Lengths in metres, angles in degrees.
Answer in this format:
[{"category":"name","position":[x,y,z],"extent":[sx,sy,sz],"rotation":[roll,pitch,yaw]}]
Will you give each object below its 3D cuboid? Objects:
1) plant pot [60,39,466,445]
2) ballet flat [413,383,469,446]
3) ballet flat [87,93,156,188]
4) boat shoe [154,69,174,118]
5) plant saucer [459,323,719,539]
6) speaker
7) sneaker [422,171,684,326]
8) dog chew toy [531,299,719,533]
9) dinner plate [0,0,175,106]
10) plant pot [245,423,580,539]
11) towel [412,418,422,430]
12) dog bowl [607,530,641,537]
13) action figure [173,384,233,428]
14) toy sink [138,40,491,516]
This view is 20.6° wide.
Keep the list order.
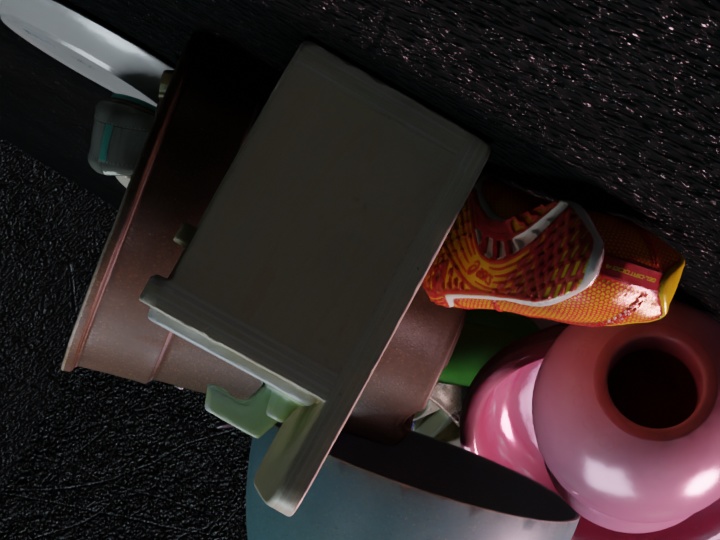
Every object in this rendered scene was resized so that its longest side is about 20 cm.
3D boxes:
[{"category":"plant pot","position":[-0.044,-0.004,1.134],"extent":[0.198,0.201,0.200],"rotation":[20,177,-6]},{"category":"ballet flat","position":[0.056,0.095,1.422],"extent":[0.074,0.074,0.200],"rotation":[25,160,47]},{"category":"ballet flat","position":[-0.121,-0.071,1.367],"extent":[0.067,0.064,0.200],"rotation":[14,178,31]},{"category":"boat shoe","position":[-0.082,-0.071,1.306],"extent":[0.073,0.065,0.200],"rotation":[24,175,33]},{"category":"plant saucer","position":[0.165,0.101,1.258],"extent":[0.200,0.051,0.201],"rotation":[9,134,10]},{"category":"speaker","position":[0.037,0.029,1.290],"extent":[0.200,0.089,0.088],"rotation":[12,-177,-23]},{"category":"sneaker","position":[0.087,-0.002,0.984],"extent":[0.077,0.073,0.200],"rotation":[20,-177,-24]},{"category":"dog chew toy","position":[0.158,0.093,1.127],"extent":[0.124,0.125,0.200],"rotation":[28,163,12]},{"category":"dinner plate","position":[-0.183,-0.148,1.356],"extent":[0.200,0.024,0.200],"rotation":[30,176,3]},{"category":"plant pot","position":[0.015,0.174,1.178],"extent":[0.200,0.135,0.200],"rotation":[18,-175,-2]},{"category":"towel","position":[-0.011,0.035,1.454],"extent":[0.200,0.024,0.147],"rotation":[41,-155,-46]},{"category":"dog bowl","position":[0.209,0.177,1.415],"extent":[0.200,0.079,0.200],"rotation":[30,177,2]},{"category":"action figure","position":[-0.085,0.051,1.458],"extent":[0.200,0.119,0.102],"rotation":[64,-162,-4]},{"category":"toy sink","position":[-0.039,0.002,0.974],"extent":[0.112,0.200,0.130],"rotation":[29,177,-5]}]
